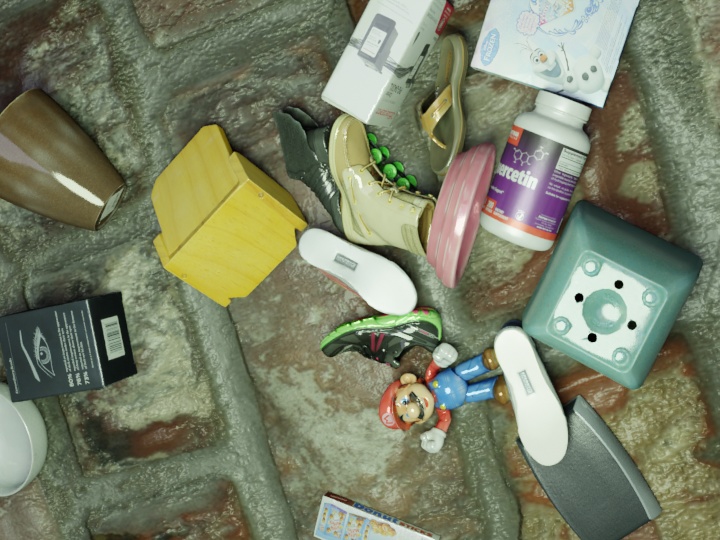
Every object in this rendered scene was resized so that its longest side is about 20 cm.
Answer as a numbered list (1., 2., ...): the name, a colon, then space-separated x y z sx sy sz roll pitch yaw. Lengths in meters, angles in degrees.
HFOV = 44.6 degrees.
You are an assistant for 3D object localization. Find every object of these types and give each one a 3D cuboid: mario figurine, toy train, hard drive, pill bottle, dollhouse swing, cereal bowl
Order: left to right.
1. cereal bowl: -0.630 0.289 1.554 0.196 0.083 0.205 4 101 22
2. dollhouse swing: -0.218 -0.095 1.410 0.200 0.177 0.181 -43 124 17
3. toy train: 0.052 -0.124 1.316 0.200 0.042 0.057 47 118 9
4. mario figurine: 0.118 0.188 1.288 0.196 0.106 0.126 -22 58 12
5. pill bottle: 0.246 -0.138 1.212 0.111 0.112 0.204 22 102 14
6. hard drive: 0.326 0.300 1.268 0.134 0.042 0.202 -37 84 18

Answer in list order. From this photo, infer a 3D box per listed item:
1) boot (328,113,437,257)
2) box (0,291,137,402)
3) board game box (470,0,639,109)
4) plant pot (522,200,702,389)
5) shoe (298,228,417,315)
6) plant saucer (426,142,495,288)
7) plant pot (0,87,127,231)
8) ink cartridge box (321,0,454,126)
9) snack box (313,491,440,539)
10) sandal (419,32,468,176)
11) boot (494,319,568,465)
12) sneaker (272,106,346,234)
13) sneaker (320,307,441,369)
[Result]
1. boot: 0.035 -0.119 1.249 0.153 0.072 0.204 15 125 39
2. box: -0.498 0.129 1.487 0.196 0.104 0.152 -9 93 19
3. board game box: 0.276 -0.352 1.216 0.195 0.043 0.204 21 102 14
4. plant pot: 0.327 0.039 1.158 0.194 0.200 0.199 27 103 13
5. shoe: 0.000 0.000 1.321 0.197 0.091 0.072 30 92 5
6. plant saucer: 0.136 -0.080 1.206 0.050 0.200 0.205 17 101 11
7. plant pot: -0.487 -0.160 1.430 0.198 0.187 0.189 33 105 -3
8. ink cartridge box: 0.040 -0.310 1.243 0.082 0.145 0.203 31 104 9
9. snack box: 0.024 0.420 1.389 0.196 0.024 0.074 18 102 16
10. sandal: 0.114 -0.239 1.257 0.053 0.080 0.205 3 93 -23
11. boot: 0.248 0.169 1.257 0.071 0.090 0.204 -17 93 16
12. sneaker: -0.067 -0.151 1.341 0.103 0.060 0.204 0 112 39
13. sneaker: 0.028 0.110 1.329 0.196 0.077 0.086 -11 88 20
